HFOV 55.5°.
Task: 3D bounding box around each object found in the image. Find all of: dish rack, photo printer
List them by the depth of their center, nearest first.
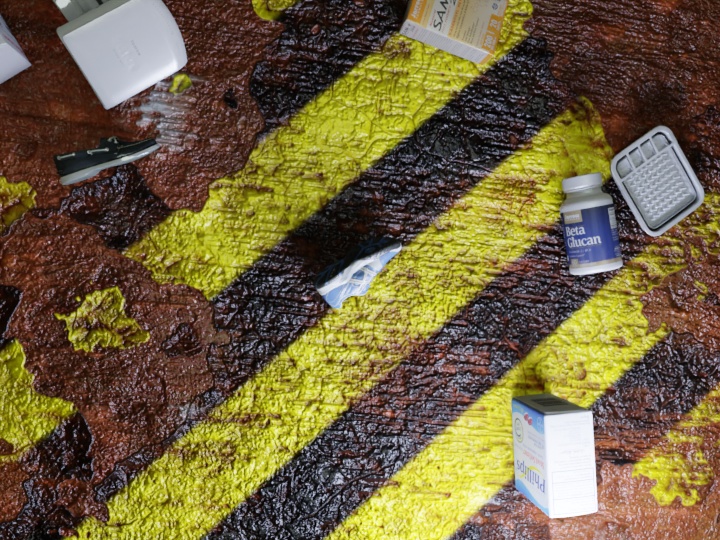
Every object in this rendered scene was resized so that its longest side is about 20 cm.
[{"bbox_3d":[-0.435,-0.421,1.286,0.198,0.070,0.168,-31,130,-9],"label":"photo printer"},{"bbox_3d":[0.645,-0.195,1.508,0.170,0.044,0.202,-34,95,-8],"label":"dish rack"}]

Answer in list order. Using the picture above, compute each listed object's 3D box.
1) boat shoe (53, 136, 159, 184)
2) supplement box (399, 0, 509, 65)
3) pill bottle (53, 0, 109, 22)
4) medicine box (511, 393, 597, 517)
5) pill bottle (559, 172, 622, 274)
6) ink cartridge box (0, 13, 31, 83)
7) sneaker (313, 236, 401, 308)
[{"bbox_3d":[-0.486,-0.224,1.308,0.197,0.076,0.061,-22,99,-9],"label":"boat shoe"},{"bbox_3d":[0.193,-0.527,1.417,0.197,0.073,0.128,17,87,-9],"label":"supplement box"},{"bbox_3d":[-0.484,-0.548,1.287,0.199,0.114,0.114,-39,96,-7],"label":"pill bottle"},{"bbox_3d":[0.391,0.370,1.398,0.101,0.182,0.204,-3,90,-8],"label":"medicine box"},{"bbox_3d":[0.482,-0.099,1.447,0.109,0.111,0.204,-11,92,-9],"label":"pill bottle"},{"bbox_3d":[-0.702,-0.457,1.235,0.085,0.148,0.202,-32,96,-7],"label":"ink cartridge box"},{"bbox_3d":[0.000,0.000,1.399,0.198,0.076,0.078,-32,117,-8],"label":"sneaker"}]
